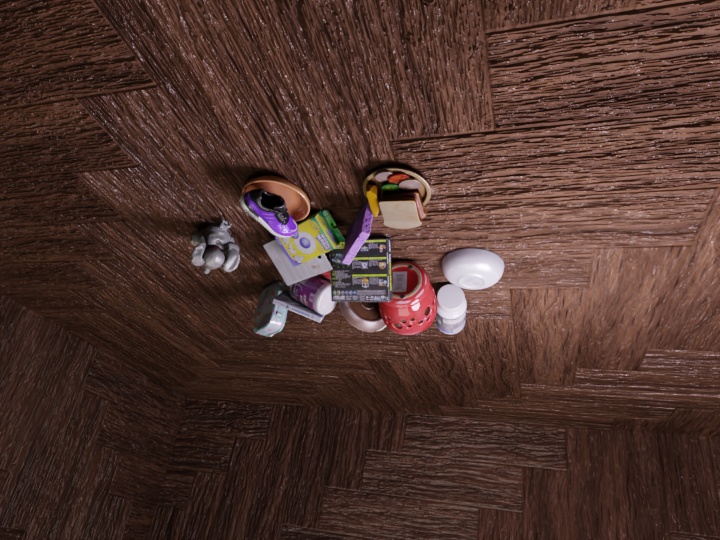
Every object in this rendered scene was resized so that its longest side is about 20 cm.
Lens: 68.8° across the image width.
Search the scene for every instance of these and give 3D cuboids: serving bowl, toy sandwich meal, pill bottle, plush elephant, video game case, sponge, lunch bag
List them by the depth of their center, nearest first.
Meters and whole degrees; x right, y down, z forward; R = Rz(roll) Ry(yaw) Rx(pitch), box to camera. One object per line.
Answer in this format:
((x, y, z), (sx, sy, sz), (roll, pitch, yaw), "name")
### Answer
((0.094, -0.189, 1.390), (0.201, 0.071, 0.206), (8, 152, 4), "toy sandwich meal")
((-0.007, -0.109, 1.526), (0.029, 0.113, 0.200), (17, 152, -12), "sponge")
((0.356, 0.009, 1.675), (0.196, 0.067, 0.201), (7, 152, 4), "serving bowl")
((-0.478, -0.060, 1.718), (0.163, 0.157, 0.200), (21, 151, -20), "plush elephant")
((-0.180, 0.067, 1.847), (0.198, 0.113, 0.113), (25, 163, 34), "pill bottle")
((0.320, 0.137, 1.870), (0.112, 0.115, 0.201), (3, 151, 11), "pill bottle")
((-0.208, 0.122, 1.887), (0.180, 0.022, 0.200), (22, -170, 1), "video game case")
((-0.335, 0.151, 2.013), (0.076, 0.203, 0.159), (27, 146, -33), "lunch bag")

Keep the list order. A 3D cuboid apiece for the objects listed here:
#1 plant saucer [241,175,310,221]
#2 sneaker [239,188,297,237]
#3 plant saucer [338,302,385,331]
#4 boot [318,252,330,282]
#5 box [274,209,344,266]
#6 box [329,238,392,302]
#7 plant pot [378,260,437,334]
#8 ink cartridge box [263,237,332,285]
((-0.238, -0.207, 1.502), (0.196, 0.038, 0.201), (8, 153, 4), "plant saucer")
((-0.234, -0.162, 1.470), (0.099, 0.071, 0.199), (-17, 142, 37), "sneaker")
((0.020, 0.117, 1.843), (0.197, 0.203, 0.032), (17, 142, -14), "plant saucer")
((-0.067, -0.005, 1.786), (0.197, 0.073, 0.144), (-1, 152, 35), "boot")
((-0.152, -0.097, 1.592), (0.198, 0.048, 0.118), (-23, 108, 31), "box")
((0.000, 0.000, 1.650), (0.197, 0.197, 0.047), (-2, -179, 19), "box")
((0.152, 0.084, 1.743), (0.197, 0.203, 0.184), (2, 145, 14), "plant pot")
((-0.196, -0.051, 1.695), (0.198, 0.057, 0.164), (-20, 110, 27), "ink cartridge box")
